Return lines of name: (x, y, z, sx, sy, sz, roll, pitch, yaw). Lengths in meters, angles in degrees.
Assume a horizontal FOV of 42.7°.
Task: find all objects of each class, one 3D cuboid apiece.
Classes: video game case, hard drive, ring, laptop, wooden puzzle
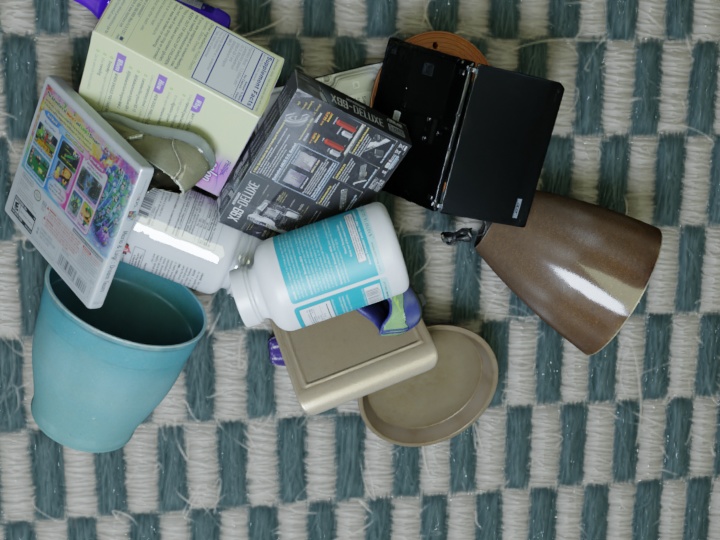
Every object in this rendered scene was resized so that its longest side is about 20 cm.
video game case: (-0.323, -0.090, 1.041, 0.200, 0.024, 0.184, 41, 116, 28)
hard drive: (-0.038, -0.180, 1.182, 0.197, 0.038, 0.142, -14, 103, -7)
ring: (0.096, -0.203, 1.183, 0.197, 0.019, 0.204, -5, 102, -26)
laptop: (0.116, -0.165, 1.110, 0.103, 0.198, 0.180, -8, 117, -53)
wooden puzzle: (-0.018, 0.070, 1.180, 0.182, 0.202, 0.037, -20, 148, -6)

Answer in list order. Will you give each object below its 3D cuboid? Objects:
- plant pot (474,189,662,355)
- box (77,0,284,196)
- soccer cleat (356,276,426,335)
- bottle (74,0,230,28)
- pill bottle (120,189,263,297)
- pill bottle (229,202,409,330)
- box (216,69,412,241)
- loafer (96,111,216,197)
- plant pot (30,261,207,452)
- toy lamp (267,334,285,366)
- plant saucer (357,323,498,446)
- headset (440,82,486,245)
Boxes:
plant pot: (0.255, -0.021, 1.200, 0.198, 0.187, 0.189, 29, 96, 0)
box: (-0.215, -0.208, 1.069, 0.198, 0.176, 0.098, 26, 56, -11)
soccer cleat: (0.000, 0.000, 1.156, 0.083, 0.201, 0.065, -20, 147, -32)
bottle: (-0.255, -0.312, 1.098, 0.197, 0.084, 0.066, 20, 98, -13)
pill bottle: (-0.211, -0.040, 1.143, 0.197, 0.113, 0.115, 22, 97, -12)
pill bottle: (-0.050, 0.001, 1.073, 0.197, 0.111, 0.113, -18, 103, -1)
box: (-0.058, -0.114, 1.087, 0.156, 0.050, 0.201, 21, 122, -25)
loafer: (-0.263, -0.128, 1.047, 0.197, 0.076, 0.070, 9, 57, 24)
plant pot: (-0.312, 0.108, 1.127, 0.197, 0.201, 0.190, 22, 113, -12)
toy lamp: (-0.025, 0.094, 1.229, 0.196, 0.058, 0.059, -6, 102, -8)
plant saucer: (0.090, 0.152, 1.242, 0.196, 0.030, 0.203, -7, 122, -11)
headset: (0.138, -0.136, 1.180, 0.122, 0.094, 0.204, 9, 80, -24)
